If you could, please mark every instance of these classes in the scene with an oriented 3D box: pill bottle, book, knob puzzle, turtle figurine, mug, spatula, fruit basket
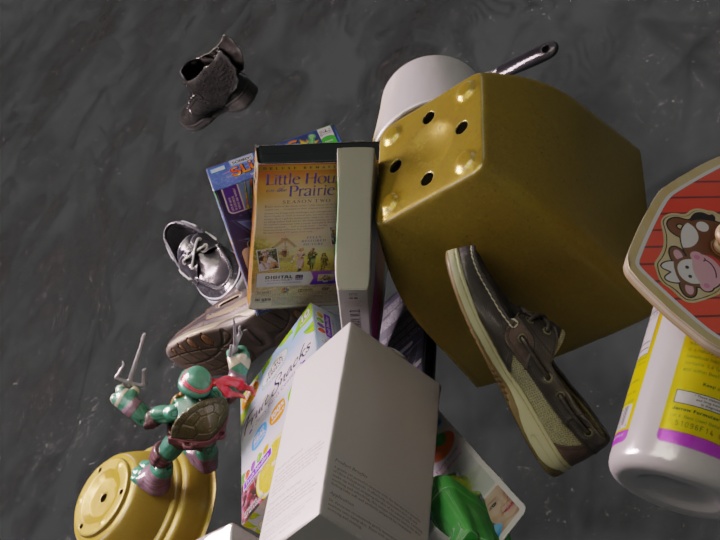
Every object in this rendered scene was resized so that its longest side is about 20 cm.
[{"bbox_3d":[0.253,0.067,0.844,0.104,0.104,0.202,-3,58,49],"label":"pill bottle"},{"bbox_3d":[0.000,0.000,1.055,0.047,0.201,0.135,1,63,2],"label":"book"},{"bbox_3d":[0.279,-0.009,0.807,0.031,0.217,0.221,99,178,-52],"label":"knob puzzle"},{"bbox_3d":[-0.179,0.142,1.203,0.101,0.148,0.201,-116,31,-42],"label":"turtle figurine"},{"bbox_3d":[0.064,-0.140,1.219,0.185,0.150,0.154,-21,34,12],"label":"mug"},{"bbox_3d":[0.138,-0.218,1.305,0.199,0.020,0.057,-14,62,40],"label":"spatula"},{"bbox_3d":[0.037,0.220,0.978,0.186,0.094,0.200,-51,31,3],"label":"fruit basket"}]

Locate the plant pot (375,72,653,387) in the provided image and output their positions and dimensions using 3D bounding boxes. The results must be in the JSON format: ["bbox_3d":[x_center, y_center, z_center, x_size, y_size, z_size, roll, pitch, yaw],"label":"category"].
[{"bbox_3d":[0.119,-0.053,1.025,0.194,0.200,0.196,-27,42,32],"label":"plant pot"}]

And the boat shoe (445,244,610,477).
[{"bbox_3d":[0.134,0.064,0.940,0.066,0.202,0.072,-26,3,11],"label":"boat shoe"}]

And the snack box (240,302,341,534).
[{"bbox_3d":[-0.062,0.145,1.148,0.143,0.053,0.201,-52,23,22],"label":"snack box"}]

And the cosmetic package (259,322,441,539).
[{"bbox_3d":[-0.004,0.153,0.922,0.085,0.107,0.201,-41,23,32],"label":"cosmetic package"}]

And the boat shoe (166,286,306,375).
[{"bbox_3d":[-0.136,0.061,1.354,0.198,0.075,0.074,-21,35,26],"label":"boat shoe"}]

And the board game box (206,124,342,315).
[{"bbox_3d":[-0.069,-0.047,1.208,0.134,0.201,0.035,-20,51,-7],"label":"board game box"}]

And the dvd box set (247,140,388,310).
[{"bbox_3d":[-0.038,-0.041,1.163,0.201,0.145,0.030,98,164,-46],"label":"dvd box set"}]

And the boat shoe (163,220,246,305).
[{"bbox_3d":[-0.199,-0.015,1.487,0.072,0.068,0.200,-51,34,2],"label":"boat shoe"}]

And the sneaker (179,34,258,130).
[{"bbox_3d":[-0.225,-0.271,1.713,0.199,0.104,0.061,-13,51,44],"label":"sneaker"}]

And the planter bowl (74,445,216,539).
[{"bbox_3d":[-0.256,0.264,1.294,0.199,0.083,0.202,-31,40,30],"label":"planter bowl"}]

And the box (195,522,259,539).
[{"bbox_3d":[-0.145,0.327,1.071,0.199,0.124,0.098,-30,40,30],"label":"box"}]

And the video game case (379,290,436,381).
[{"bbox_3d":[0.022,0.102,1.116,0.143,0.019,0.201,-44,26,34],"label":"video game case"}]
